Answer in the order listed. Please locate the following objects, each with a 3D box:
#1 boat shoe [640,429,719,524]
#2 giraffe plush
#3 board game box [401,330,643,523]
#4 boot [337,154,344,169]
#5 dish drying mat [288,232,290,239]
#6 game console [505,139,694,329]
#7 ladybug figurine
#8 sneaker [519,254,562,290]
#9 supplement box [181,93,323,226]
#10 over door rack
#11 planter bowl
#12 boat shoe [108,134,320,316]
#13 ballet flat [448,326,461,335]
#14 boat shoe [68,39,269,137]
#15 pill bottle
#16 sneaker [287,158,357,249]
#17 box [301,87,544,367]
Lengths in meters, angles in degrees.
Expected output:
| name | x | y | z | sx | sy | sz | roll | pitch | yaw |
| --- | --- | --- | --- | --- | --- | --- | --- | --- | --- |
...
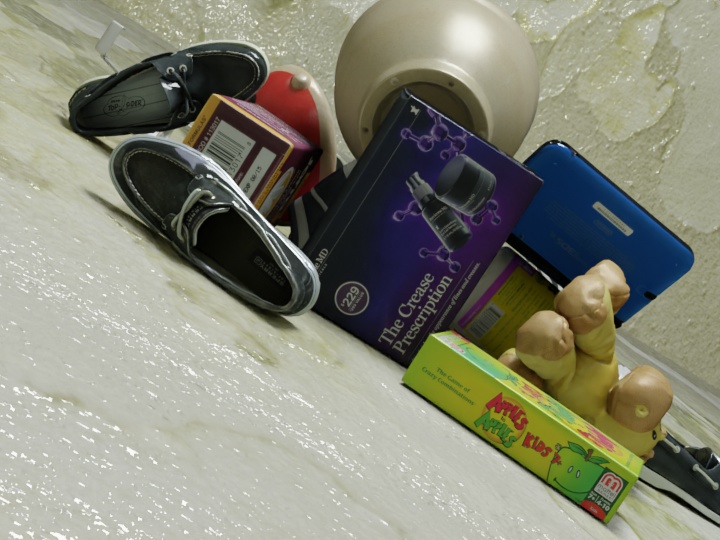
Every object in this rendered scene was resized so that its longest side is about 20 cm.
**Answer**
| name | x | y | z | sx | sy | sz | roll | pitch | yaw |
| --- | --- | --- | --- | --- | --- | --- | --- | --- | --- |
| boat shoe | 0.345 | 0.209 | 1.540 | 0.200 | 0.060 | 0.076 | 29 | 7 | -27 |
| giraffe plush | 0.222 | 0.114 | 1.411 | 0.162 | 0.172 | 0.200 | 45 | -26 | 13 |
| board game box | 0.136 | 0.125 | 1.233 | 0.200 | 0.048 | 0.102 | 34 | 7 | 11 |
| boot | -0.117 | -0.174 | 2.120 | 0.144 | 0.073 | 0.200 | 35 | 10 | 31 |
| dish drying mat | 0.027 | -0.025 | 1.561 | 0.199 | 0.018 | 0.077 | 13 | -14 | -9 |
| game console | 0.209 | -0.046 | 1.504 | 0.200 | 0.171 | 0.119 | 37 | 32 | -17 |
| ladybug figurine | -0.086 | -0.123 | 1.537 | 0.072 | 0.201 | 0.136 | -24 | 56 | -32 |
| sneaker | 0.238 | 0.022 | 1.672 | 0.074 | 0.088 | 0.201 | 22 | 40 | -37 |
| supplement box | -0.109 | -0.090 | 1.373 | 0.085 | 0.111 | 0.200 | 34 | 7 | 4 |
| over door rack | -0.209 | -0.162 | 1.541 | 0.147 | 0.067 | 0.200 | 33 | -14 | 1 |
| planter bowl | 0.065 | -0.150 | 1.388 | 0.200 | 0.201 | 0.135 | 32 | 26 | -7 |
| boat shoe | -0.113 | -0.039 | 1.147 | 0.200 | 0.072 | 0.071 | 36 | 3 | 6 |
| ballet flat | 0.171 | 0.077 | 1.682 | 0.200 | 0.068 | 0.062 | 31 | -12 | -27 |
| boat shoe | -0.184 | -0.166 | 1.401 | 0.198 | 0.075 | 0.066 | -7 | 20 | 8 |
| pill bottle | 0.192 | 0.074 | 1.566 | 0.200 | 0.104 | 0.104 | 41 | 7 | 1 |
| sneaker | 0.000 | 0.000 | 1.473 | 0.201 | 0.108 | 0.070 | 64 | 7 | 4 |
| box | 0.044 | -0.036 | 1.299 | 0.141 | 0.200 | 0.079 | 31 | 9 | -6 |
